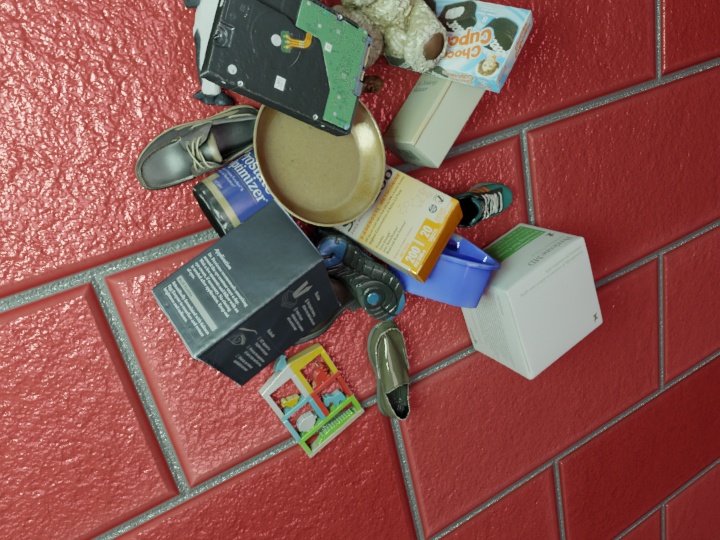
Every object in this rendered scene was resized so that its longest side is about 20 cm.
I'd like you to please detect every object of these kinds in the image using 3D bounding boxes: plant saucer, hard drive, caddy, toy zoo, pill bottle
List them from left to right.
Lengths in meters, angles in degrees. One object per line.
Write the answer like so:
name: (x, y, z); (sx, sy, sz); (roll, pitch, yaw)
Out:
pill bottle: (-0.130, -0.123, 0.791); (0.199, 0.112, 0.113); (-36, 117, -15)
hard drive: (-0.084, -0.266, 0.673); (0.198, 0.038, 0.142); (14, 89, -34)
toy zoo: (-0.089, 0.219, 0.957); (0.131, 0.020, 0.201); (-37, 118, -15)
plant saucer: (-0.057, -0.158, 0.742); (0.198, 0.035, 0.203); (3, 85, -32)
caddy: (0.134, -0.016, 0.923); (0.197, 0.141, 0.106); (16, 103, 8)

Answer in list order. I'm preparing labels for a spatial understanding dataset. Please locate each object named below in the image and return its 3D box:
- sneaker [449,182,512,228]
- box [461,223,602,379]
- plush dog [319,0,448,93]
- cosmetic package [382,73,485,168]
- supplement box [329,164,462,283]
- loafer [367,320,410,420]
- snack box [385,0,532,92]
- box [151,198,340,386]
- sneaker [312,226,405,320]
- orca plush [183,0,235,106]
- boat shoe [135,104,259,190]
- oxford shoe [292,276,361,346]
sneaker: (0.210, -0.113, 0.992); (0.198, 0.080, 0.072); (-17, 111, -24)
box: (0.314, 0.051, 1.040); (0.198, 0.171, 0.202); (-31, 116, -17)
plush dog: (0.004, -0.360, 0.796); (0.171, 0.161, 0.200); (-37, 128, 13)
cosmetic package: (0.130, -0.274, 0.895); (0.073, 0.103, 0.201); (32, 86, -30)
supplement box: (0.040, -0.086, 0.843); (0.127, 0.199, 0.073); (-60, 160, -2)
loafer: (0.064, 0.186, 1.002); (0.074, 0.070, 0.203); (-19, 112, -22)
snack box: (0.144, -0.351, 0.829); (0.117, 0.199, 0.037); (-63, 152, -3)
box: (-0.145, 0.040, 0.763); (0.199, 0.118, 0.197); (-37, 160, -10)
sneaker: (0.000, 0.000, 0.860); (0.073, 0.082, 0.200); (-41, 120, 4)
orca plush: (-0.171, -0.319, 0.728); (0.104, 0.071, 0.202); (14, 132, 5)
boat shoe: (-0.216, -0.173, 0.753); (0.199, 0.073, 0.075); (-35, 117, -16)
oxford shoe: (-0.070, 0.052, 0.898); (0.199, 0.072, 0.085); (-37, 116, -29)
